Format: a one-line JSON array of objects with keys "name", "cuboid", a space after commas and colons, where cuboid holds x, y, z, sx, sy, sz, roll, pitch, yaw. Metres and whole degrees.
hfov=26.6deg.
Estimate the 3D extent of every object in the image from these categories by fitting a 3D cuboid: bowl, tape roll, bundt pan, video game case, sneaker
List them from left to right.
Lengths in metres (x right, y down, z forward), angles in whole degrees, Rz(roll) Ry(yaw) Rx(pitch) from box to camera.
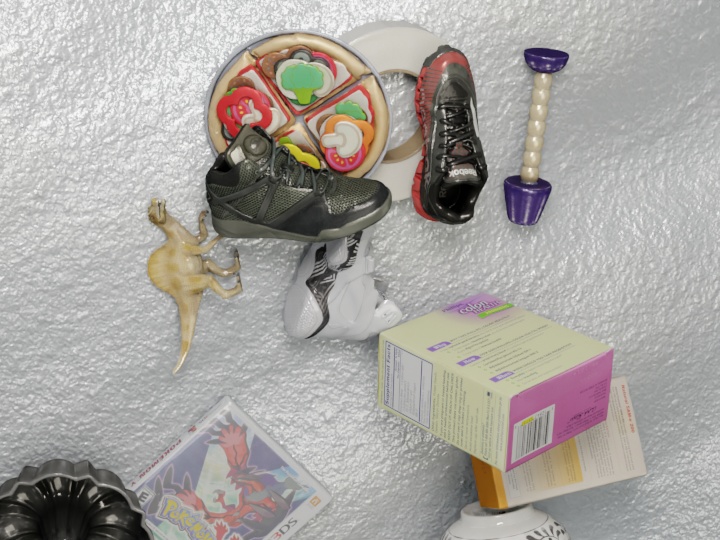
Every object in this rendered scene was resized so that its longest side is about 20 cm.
[{"name": "bundt pan", "cuboid": [-0.331, 0.295, 1.704, 0.202, 0.076, 0.202, -3, 113, -7]}, {"name": "video game case", "cuboid": [-0.160, 0.270, 1.797, 0.182, 0.023, 0.200, -42, 119, 1]}, {"name": "sneaker", "cuboid": [-0.070, -0.091, 1.576, 0.199, 0.076, 0.114, 2, 132, 18]}, {"name": "sneaker", "cuboid": [0.000, 0.000, 1.705, 0.115, 0.075, 0.200, 13, 120, -27]}, {"name": "tape roll", "cuboid": [0.029, -0.174, 1.669, 0.203, 0.037, 0.203, -8, 115, -17]}, {"name": "sneaker", "cuboid": [0.100, -0.138, 1.634, 0.071, 0.098, 0.201, -5, 113, -17]}, {"name": "bowl", "cuboid": [0.173, 0.334, 1.867, 0.201, 0.201, 0.094, -10, 95, -16]}]

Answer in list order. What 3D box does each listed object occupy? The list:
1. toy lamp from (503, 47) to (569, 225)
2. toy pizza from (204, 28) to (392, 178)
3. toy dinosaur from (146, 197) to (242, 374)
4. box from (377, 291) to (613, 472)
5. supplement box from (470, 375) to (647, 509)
[{"name": "toy lamp", "cuboid": [0.197, -0.150, 1.730, 0.058, 0.058, 0.200, -3, 111, -19]}, {"name": "toy pizza", "cuboid": [-0.066, -0.156, 1.606, 0.200, 0.032, 0.200, 1, 117, 2]}, {"name": "toy dinosaur", "cuboid": [-0.182, 0.006, 1.669, 0.101, 0.058, 0.200, -9, 107, 0]}, {"name": "box", "cuboid": [0.149, 0.120, 1.714, 0.176, 0.200, 0.097, -20, 123, -40]}, {"name": "supplement box", "cuboid": [0.236, 0.209, 1.861, 0.200, 0.074, 0.126, -10, 86, -15]}]
